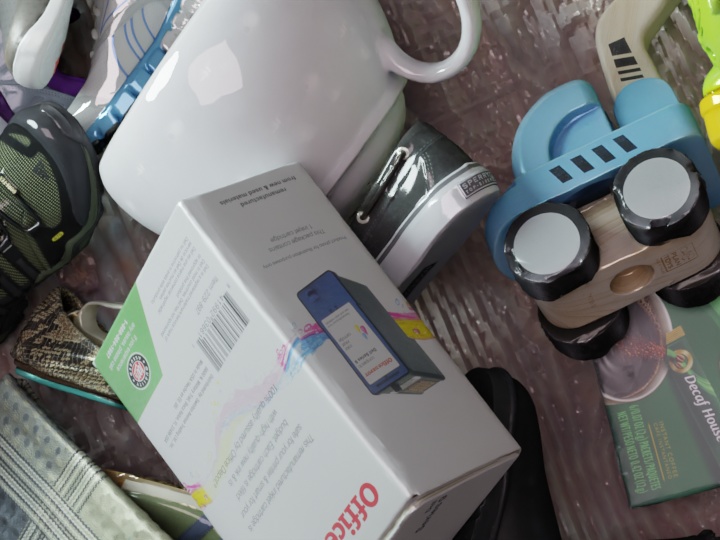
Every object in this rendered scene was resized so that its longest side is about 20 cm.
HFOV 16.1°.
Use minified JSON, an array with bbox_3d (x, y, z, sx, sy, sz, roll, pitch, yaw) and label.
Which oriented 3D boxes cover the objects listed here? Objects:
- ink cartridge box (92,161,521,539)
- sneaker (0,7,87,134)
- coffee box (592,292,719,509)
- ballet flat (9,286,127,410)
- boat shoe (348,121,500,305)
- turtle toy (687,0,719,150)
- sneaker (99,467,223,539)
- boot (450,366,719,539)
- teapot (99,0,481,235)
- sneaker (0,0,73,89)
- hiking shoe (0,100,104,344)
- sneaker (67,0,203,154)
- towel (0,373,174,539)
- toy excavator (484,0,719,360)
[{"bbox_3d":[-0.031,0.070,1.315,0.200,0.087,0.146,53,137,20],"label":"ink cartridge box"},{"bbox_3d":[-0.220,-0.160,1.518,0.087,0.074,0.201,-27,86,-9],"label":"sneaker"},{"bbox_3d":[0.229,0.048,1.398,0.199,0.044,0.124,-15,82,11],"label":"coffee box"},{"bbox_3d":[-0.115,0.061,1.447,0.199,0.068,0.076,27,93,31],"label":"ballet flat"},{"bbox_3d":[0.000,0.000,1.383,0.057,0.069,0.200,49,123,12],"label":"boat shoe"},{"bbox_3d":[0.245,-0.141,1.346,0.101,0.199,0.147,-21,77,39],"label":"turtle toy"},{"bbox_3d":[-0.079,0.174,1.446,0.199,0.067,0.090,13,84,11],"label":"sneaker"},{"bbox_3d":[0.119,0.154,1.360,0.162,0.073,0.200,5,93,-20],"label":"boot"},{"bbox_3d":[-0.038,-0.084,1.408,0.146,0.200,0.198,35,76,-2],"label":"teapot"},{"bbox_3d":[-0.203,-0.183,1.462,0.081,0.077,0.201,9,45,-12],"label":"sneaker"},{"bbox_3d":[-0.215,-0.009,1.441,0.076,0.101,0.200,42,127,13],"label":"hiking shoe"},{"bbox_3d":[-0.130,-0.157,1.464,0.086,0.075,0.201,34,88,-5],"label":"sneaker"},{"bbox_3d":[-0.184,0.190,1.450,0.200,0.034,0.193,43,109,31],"label":"towel"},{"bbox_3d":[0.145,-0.083,1.389,0.194,0.100,0.201,-26,59,7],"label":"toy excavator"}]
